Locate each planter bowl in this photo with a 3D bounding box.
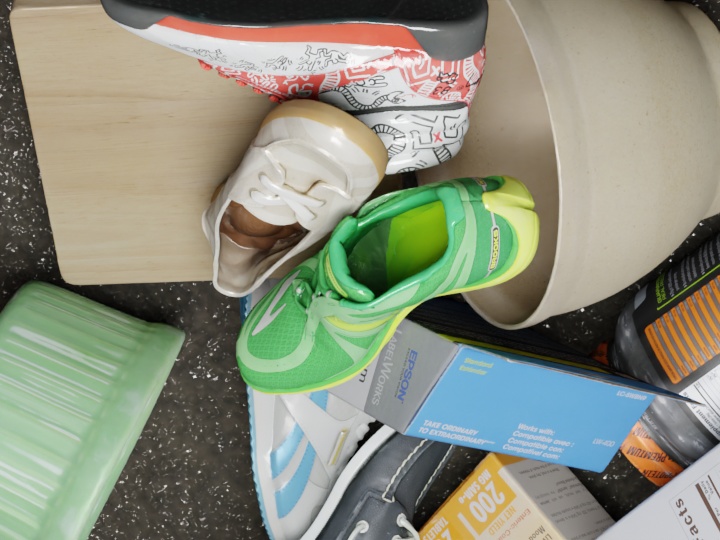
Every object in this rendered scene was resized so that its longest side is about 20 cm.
[{"bbox_3d":[0.123,-0.078,1.620,0.135,0.200,0.201,-10,120,-21],"label":"planter bowl"}]

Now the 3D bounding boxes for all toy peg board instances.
[{"bbox_3d":[-0.077,-0.100,1.679,0.200,0.098,0.199,-2,132,6],"label":"toy peg board"}]

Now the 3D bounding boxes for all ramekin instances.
[{"bbox_3d":[-0.188,0.103,1.726,0.098,0.200,0.200,26,117,-1],"label":"ramekin"}]

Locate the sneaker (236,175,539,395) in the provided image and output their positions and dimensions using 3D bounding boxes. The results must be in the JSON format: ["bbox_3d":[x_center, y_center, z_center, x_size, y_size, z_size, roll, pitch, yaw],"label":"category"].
[{"bbox_3d":[0.000,0.000,1.569,0.200,0.074,0.084,-33,151,33],"label":"sneaker"}]

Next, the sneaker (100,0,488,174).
[{"bbox_3d":[-0.037,-0.102,1.564,0.201,0.067,0.108,3,130,-3],"label":"sneaker"}]

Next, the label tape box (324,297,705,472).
[{"bbox_3d":[0.069,0.063,1.651,0.144,0.200,0.063,13,97,-35],"label":"label tape box"}]

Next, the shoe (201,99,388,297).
[{"bbox_3d":[-0.038,-0.034,1.576,0.070,0.053,0.200,26,158,-9],"label":"shoe"}]

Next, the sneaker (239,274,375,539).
[{"bbox_3d":[-0.026,0.088,1.769,0.081,0.077,0.200,-5,121,-3],"label":"sneaker"}]

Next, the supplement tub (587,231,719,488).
[{"bbox_3d":[0.230,0.032,1.690,0.200,0.123,0.123,-37,109,22],"label":"supplement tub"}]

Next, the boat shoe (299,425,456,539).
[{"bbox_3d":[0.000,0.164,1.759,0.060,0.076,0.200,37,88,27],"label":"boat shoe"}]

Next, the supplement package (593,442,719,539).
[{"bbox_3d":[0.250,0.146,1.638,0.200,0.121,0.120,-41,63,30],"label":"supplement package"}]

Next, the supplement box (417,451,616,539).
[{"bbox_3d":[0.117,0.216,1.769,0.200,0.073,0.126,49,115,18],"label":"supplement box"}]
